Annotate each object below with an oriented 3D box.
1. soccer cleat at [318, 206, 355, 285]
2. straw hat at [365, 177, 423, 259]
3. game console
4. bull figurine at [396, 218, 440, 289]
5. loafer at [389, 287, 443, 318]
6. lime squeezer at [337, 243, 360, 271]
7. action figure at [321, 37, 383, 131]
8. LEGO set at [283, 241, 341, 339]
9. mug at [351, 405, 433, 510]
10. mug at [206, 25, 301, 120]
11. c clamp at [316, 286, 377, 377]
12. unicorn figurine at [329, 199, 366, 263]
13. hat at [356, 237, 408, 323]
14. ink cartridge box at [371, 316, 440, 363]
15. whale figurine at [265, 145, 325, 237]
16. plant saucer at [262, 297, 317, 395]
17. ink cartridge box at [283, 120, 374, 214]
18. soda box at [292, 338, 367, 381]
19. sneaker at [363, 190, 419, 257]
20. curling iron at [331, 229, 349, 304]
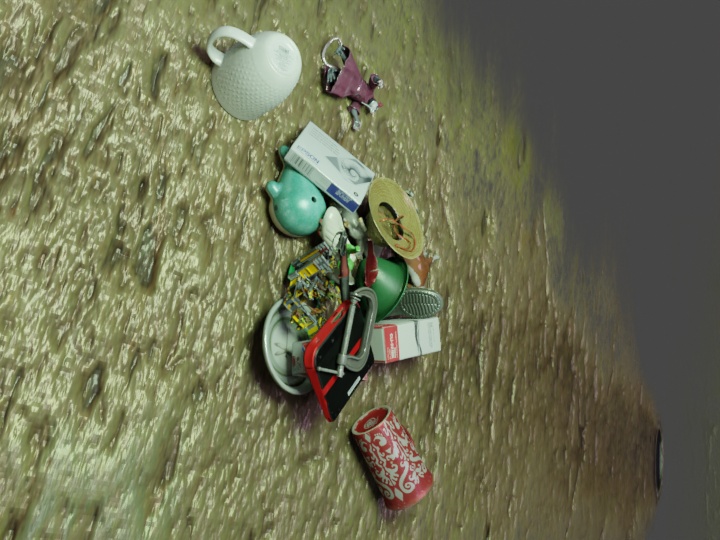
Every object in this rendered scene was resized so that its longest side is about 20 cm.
[{"bbox_3d":[-0.045,-0.053,1.364,0.070,0.076,0.204,-50,148,-40],"label":"soccer cleat"},{"bbox_3d":[0.057,-0.106,1.419,0.199,0.084,0.206,27,51,-37],"label":"straw hat"},{"bbox_3d":[-0.041,0.182,1.258,0.200,0.030,0.181,-49,134,-44],"label":"game console"},{"bbox_3d":[0.146,-0.035,1.603,0.121,0.064,0.203,-45,115,-42],"label":"bull figurine"},{"bbox_3d":[0.109,0.070,1.473,0.070,0.195,0.077,-43,127,-59],"label":"loafer"},{"bbox_3d":[-0.024,-0.011,1.321,0.037,0.202,0.072,-17,59,-23],"label":"lime squeezer"},{"bbox_3d":[-0.019,-0.456,1.519,0.199,0.134,0.150,28,21,-49],"label":"action figure"},{"bbox_3d":[-0.080,0.038,1.297,0.155,0.114,0.201,53,23,-19],"label":"LEGO set"},{"bbox_3d":[0.065,0.429,1.436,0.131,0.178,0.203,-30,101,-3],"label":"mug"},{"bbox_3d":[-0.224,-0.423,1.245,0.198,0.173,0.151,29,64,-35],"label":"mug"},{"bbox_3d":[-0.013,0.125,1.243,0.170,0.026,0.205,36,64,-55],"label":"c clamp"},{"bbox_3d":[-0.025,-0.111,1.429,0.137,0.072,0.205,61,15,-77],"label":"unicorn figurine"},{"bbox_3d":[0.000,0.000,1.371,0.174,0.201,0.167,31,22,-31],"label":"hat"},{"bbox_3d":[0.078,0.163,1.451,0.197,0.142,0.086,-6,90,-42],"label":"ink cartridge box"},{"bbox_3d":[-0.134,-0.179,1.339,0.156,0.102,0.206,7,76,-41],"label":"whale figurine"},{"bbox_3d":[-0.152,0.161,1.286,0.199,0.049,0.206,28,56,-51],"label":"plant saucer"},{"bbox_3d":[-0.059,-0.249,1.382,0.198,0.041,0.202,37,37,-12],"label":"ink cartridge box"},{"bbox_3d":[-0.063,0.199,1.307,0.198,0.062,0.072,22,60,-53],"label":"soda box"},{"bbox_3d":[0.081,-0.118,1.503,0.080,0.127,0.203,48,51,-42],"label":"sneaker"},{"bbox_3d":[-0.039,0.010,1.270,0.050,0.025,0.205,-48,144,-51],"label":"curling iron"}]
